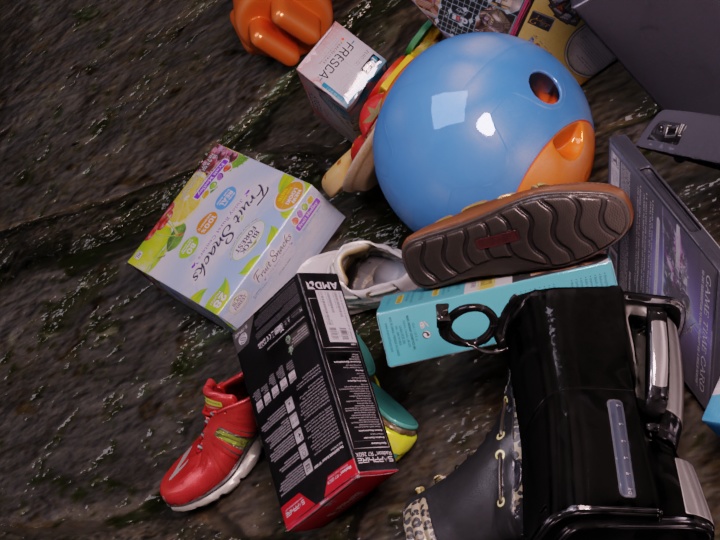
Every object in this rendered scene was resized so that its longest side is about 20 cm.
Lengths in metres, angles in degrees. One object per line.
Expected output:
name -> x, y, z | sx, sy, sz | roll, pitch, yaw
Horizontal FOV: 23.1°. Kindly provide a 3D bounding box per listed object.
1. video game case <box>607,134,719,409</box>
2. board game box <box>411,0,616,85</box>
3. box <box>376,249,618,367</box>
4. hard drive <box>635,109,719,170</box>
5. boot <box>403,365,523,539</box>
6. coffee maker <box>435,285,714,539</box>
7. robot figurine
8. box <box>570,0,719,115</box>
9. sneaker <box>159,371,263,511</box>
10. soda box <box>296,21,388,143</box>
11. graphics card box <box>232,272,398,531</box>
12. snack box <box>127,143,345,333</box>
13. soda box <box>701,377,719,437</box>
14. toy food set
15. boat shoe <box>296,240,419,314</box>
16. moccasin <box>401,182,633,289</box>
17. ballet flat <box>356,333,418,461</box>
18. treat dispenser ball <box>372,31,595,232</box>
video game case -> 0.245, 0.001, 1.414 | 0.019, 0.143, 0.200 | -14, 38, -12
board game box -> 0.152, -0.243, 1.656 | 0.135, 0.200, 0.035 | -35, 39, 17
box -> 0.117, 0.030, 1.480 | 0.200, 0.049, 0.082 | -13, 8, 7
hard drive -> 0.332, -0.089, 1.396 | 0.200, 0.135, 0.042 | 19, 97, 52
boot -> 0.105, 0.153, 1.467 | 0.154, 0.073, 0.204 | -31, 39, 27
coffee maker -> 0.161, 0.126, 1.335 | 0.192, 0.135, 0.200 | -8, 55, 10
robot figurine -> -0.093, -0.326, 2.043 | 0.116, 0.144, 0.200 | -1, 46, -5
box -> 0.266, -0.263, 1.563 | 0.117, 0.197, 0.200 | -32, 40, 22
sneaker -> -0.130, 0.143, 1.697 | 0.200, 0.085, 0.077 | -47, 36, 2
soda box -> -0.012, -0.184, 1.784 | 0.068, 0.200, 0.064 | 38, 87, 8
graphics card box -> -0.044, 0.117, 1.577 | 0.125, 0.051, 0.200 | -43, 57, 44
snack box -> -0.134, -0.032, 1.869 | 0.200, 0.068, 0.169 | 25, 77, 50
soda box -> 0.336, 0.047, 1.335 | 0.068, 0.064, 0.200 | 7, 63, 48
toy food set -> 0.039, -0.160, 1.744 | 0.198, 0.049, 0.200 | -50, -7, -18
boat shoe -> 0.000, 0.000, 1.704 | 0.200, 0.069, 0.071 | 1, 61, 46
moccasin -> 0.134, -0.032, 1.471 | 0.201, 0.074, 0.078 | -20, 13, 31
ballet flat -> -0.011, 0.117, 1.626 | 0.067, 0.067, 0.200 | -62, 35, 19
treat dispenser ball -> 0.110, -0.114, 1.584 | 0.201, 0.201, 0.201 | -26, 43, 27
